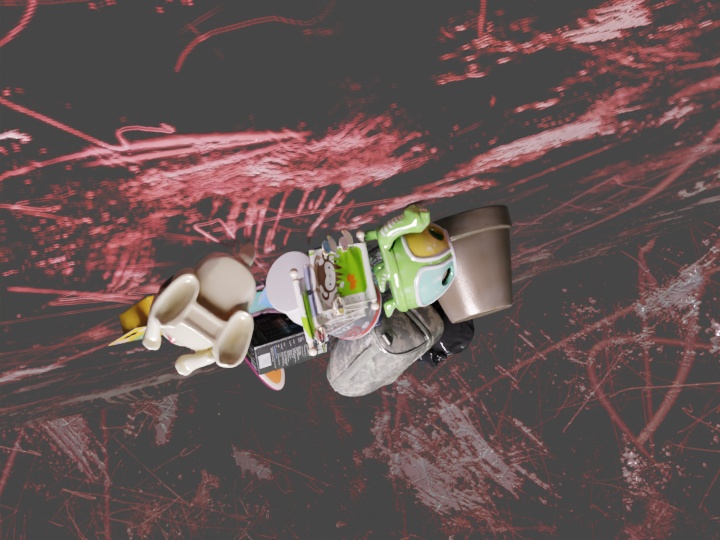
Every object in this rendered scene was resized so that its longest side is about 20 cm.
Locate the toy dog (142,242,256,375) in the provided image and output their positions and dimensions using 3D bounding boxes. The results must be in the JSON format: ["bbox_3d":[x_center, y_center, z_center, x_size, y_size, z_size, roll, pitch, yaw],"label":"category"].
[{"bbox_3d":[-0.234,0.047,1.172,0.138,0.197,0.199,26,159,-19],"label":"toy dog"}]

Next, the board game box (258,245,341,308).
[{"bbox_3d":[-0.094,0.003,1.407,0.158,0.039,0.199,-41,156,14],"label":"board game box"}]

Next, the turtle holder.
[{"bbox_3d":[0.081,-0.029,1.311,0.130,0.188,0.141,-15,-156,0],"label":"turtle holder"}]

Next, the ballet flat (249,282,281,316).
[{"bbox_3d":[-0.167,0.050,1.553,0.197,0.070,0.071,-11,-171,-8],"label":"ballet flat"}]

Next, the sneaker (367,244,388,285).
[{"bbox_3d":[0.000,0.000,1.519,0.077,0.092,0.200,31,119,-33],"label":"sneaker"}]

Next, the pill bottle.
[{"bbox_3d":[-0.058,0.039,1.316,0.114,0.118,0.199,-20,157,25],"label":"pill bottle"}]

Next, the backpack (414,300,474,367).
[{"bbox_3d":[0.150,0.107,1.647,0.125,0.170,0.200,-13,169,-16],"label":"backpack"}]

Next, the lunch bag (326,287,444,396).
[{"bbox_3d":[0.036,0.135,1.509,0.167,0.140,0.200,-39,174,-46],"label":"lunch bag"}]

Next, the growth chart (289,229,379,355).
[{"bbox_3d":[-0.037,0.023,1.231,0.018,0.147,0.199,-9,-168,37],"label":"growth chart"}]

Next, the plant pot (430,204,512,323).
[{"bbox_3d":[0.196,-0.004,1.496,0.197,0.176,0.200,-15,172,-2],"label":"plant pot"}]

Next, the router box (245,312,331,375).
[{"bbox_3d":[-0.161,0.110,1.567,0.148,0.063,0.200,-17,-153,-20],"label":"router box"}]

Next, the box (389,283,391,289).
[{"bbox_3d":[0.190,0.003,1.798,0.174,0.098,0.199,-7,167,-46],"label":"box"}]

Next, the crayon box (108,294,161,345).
[{"bbox_3d":[-0.324,0.074,1.412,0.198,0.052,0.125,-10,170,-41],"label":"crayon box"}]

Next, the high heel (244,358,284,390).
[{"bbox_3d":[-0.230,0.163,1.691,0.067,0.201,0.096,-41,-171,-33],"label":"high heel"}]
